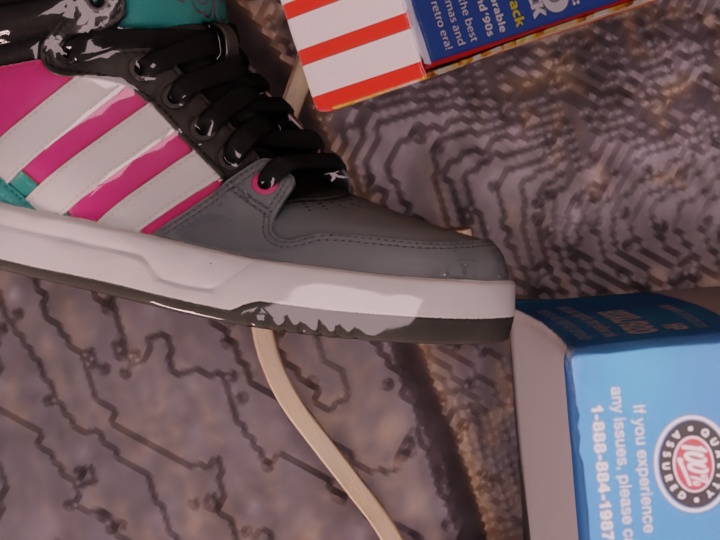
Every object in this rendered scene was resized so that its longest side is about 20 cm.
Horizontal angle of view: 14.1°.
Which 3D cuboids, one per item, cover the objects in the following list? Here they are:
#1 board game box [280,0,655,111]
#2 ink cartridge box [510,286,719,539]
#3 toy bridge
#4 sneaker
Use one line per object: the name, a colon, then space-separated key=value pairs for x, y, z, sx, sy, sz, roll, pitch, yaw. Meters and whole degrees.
board game box: x=0.053 y=-0.138 z=0.710 sx=0.199 sy=0.046 sz=0.152 roll=-20 pitch=94 yaw=-37
ink cartridge box: x=0.149 y=0.076 z=0.778 sx=0.198 sy=0.145 sz=0.148 roll=-5 pitch=93 yaw=-3
toy bridge: x=0.000 y=0.000 z=0.822 sx=0.067 sy=0.027 sz=0.201 roll=-10 pitch=93 yaw=-3
sneaker: x=-0.044 y=-0.053 z=0.776 sx=0.199 sy=0.084 sz=0.122 roll=13 pitch=94 yaw=15
